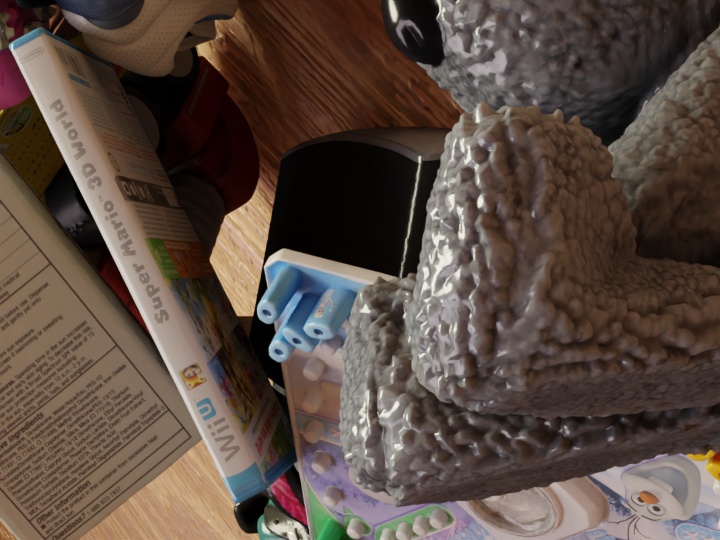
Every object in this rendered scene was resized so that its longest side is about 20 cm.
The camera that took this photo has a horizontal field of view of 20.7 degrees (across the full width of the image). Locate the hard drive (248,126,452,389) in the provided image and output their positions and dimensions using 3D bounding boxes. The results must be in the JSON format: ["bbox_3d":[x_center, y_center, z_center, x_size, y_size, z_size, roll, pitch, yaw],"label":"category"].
[{"bbox_3d":[0.000,0.000,0.879,0.200,0.042,0.136,-171,92,-69],"label":"hard drive"}]

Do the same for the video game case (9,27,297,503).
[{"bbox_3d":[-0.082,-0.002,0.836,0.201,0.018,0.143,63,-177,2],"label":"video game case"}]

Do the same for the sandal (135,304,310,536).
[{"bbox_3d":[-0.036,0.088,0.941,0.200,0.045,0.075,39,175,-4],"label":"sandal"}]

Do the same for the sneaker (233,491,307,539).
[{"bbox_3d":[-0.013,0.170,1.210,0.200,0.079,0.072,24,139,62],"label":"sneaker"}]

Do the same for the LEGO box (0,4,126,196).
[{"bbox_3d":[-0.213,-0.095,0.958,0.149,0.200,0.077,45,-160,20],"label":"LEGO box"}]

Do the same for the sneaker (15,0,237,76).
[{"bbox_3d":[-0.104,-0.172,0.880,0.201,0.080,0.147,-88,-21,-53],"label":"sneaker"}]

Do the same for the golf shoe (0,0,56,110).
[{"bbox_3d":[-0.192,-0.153,0.861,0.075,0.091,0.202,29,-138,-63],"label":"golf shoe"}]

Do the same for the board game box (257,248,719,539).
[{"bbox_3d":[0.059,0.091,0.778,0.198,0.026,0.201,14,139,19],"label":"board game box"}]

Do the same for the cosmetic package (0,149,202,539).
[{"bbox_3d":[-0.168,0.017,0.875,0.201,0.103,0.087,55,176,-25],"label":"cosmetic package"}]

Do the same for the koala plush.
[{"bbox_3d":[0.076,-0.055,0.560,0.178,0.182,0.202,117,143,-70],"label":"koala plush"}]

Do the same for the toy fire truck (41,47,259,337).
[{"bbox_3d":[-0.086,-0.020,1.066,0.128,0.177,0.200,-26,121,35],"label":"toy fire truck"}]

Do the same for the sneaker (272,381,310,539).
[{"bbox_3d":[0.007,0.104,1.062,0.200,0.086,0.075,65,-154,-68],"label":"sneaker"}]
